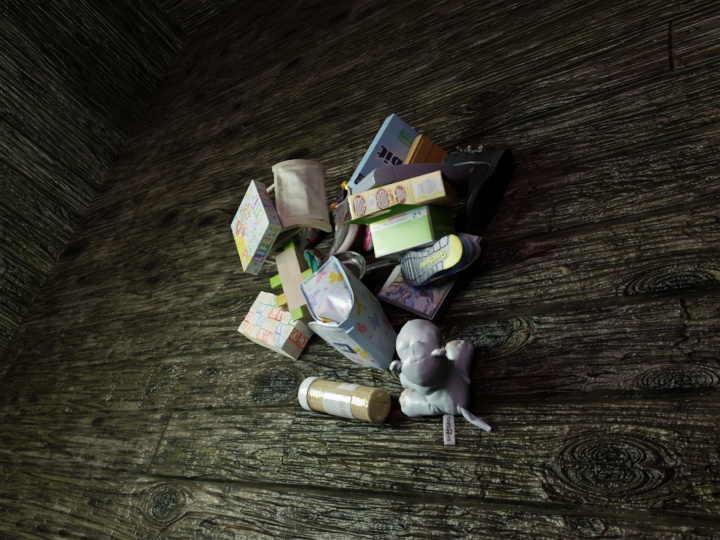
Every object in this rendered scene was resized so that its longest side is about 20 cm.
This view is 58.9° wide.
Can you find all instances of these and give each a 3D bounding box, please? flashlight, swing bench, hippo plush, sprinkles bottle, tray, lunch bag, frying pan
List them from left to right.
[{"bbox_3d":[-0.170,-0.134,1.526,0.200,0.128,0.201,-50,37,43],"label":"swing bench"},{"bbox_3d":[-0.093,-0.136,1.663,0.200,0.068,0.068,-42,62,2],"label":"flashlight"},{"bbox_3d":[-0.034,0.252,1.247,0.199,0.068,0.069,0,57,44],"label":"sprinkles bottle"},{"bbox_3d":[-0.023,0.098,1.289,0.127,0.170,0.200,-41,38,6],"label":"lunch bag"},{"bbox_3d":[-0.006,-0.011,1.423,0.188,0.031,0.115,-23,46,-1],"label":"frying pan"},{"bbox_3d":[0.130,-0.194,1.442,0.202,0.098,0.037,-64,20,-14],"label":"tray"},{"bbox_3d":[0.106,0.179,1.096,0.158,0.161,0.201,-27,41,24],"label":"hippo plush"}]

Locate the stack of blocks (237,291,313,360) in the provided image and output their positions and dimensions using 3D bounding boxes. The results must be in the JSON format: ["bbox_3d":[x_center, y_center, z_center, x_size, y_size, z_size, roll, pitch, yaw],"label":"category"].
[{"bbox_3d":[-0.196,0.128,1.526,0.199,0.059,0.116,13,67,49],"label":"stack of blocks"}]

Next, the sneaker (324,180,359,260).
[{"bbox_3d":[-0.044,-0.116,1.498,0.202,0.081,0.078,-69,13,-8],"label":"sneaker"}]

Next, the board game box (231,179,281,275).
[{"bbox_3d":[-0.245,-0.103,1.483,0.135,0.034,0.201,-59,34,23],"label":"board game box"}]

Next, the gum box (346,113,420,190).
[{"bbox_3d":[0.087,-0.228,1.469,0.201,0.169,0.044,-60,18,-16],"label":"gum box"}]

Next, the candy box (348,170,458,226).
[{"bbox_3d":[0.089,-0.143,1.302,0.198,0.115,0.056,-12,81,20],"label":"candy box"}]

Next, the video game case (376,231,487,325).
[{"bbox_3d":[0.144,0.001,1.330,0.180,0.025,0.201,20,72,51],"label":"video game case"}]

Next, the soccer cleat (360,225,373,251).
[{"bbox_3d":[0.060,-0.139,1.507,0.070,0.085,0.203,-178,102,-76],"label":"soccer cleat"}]

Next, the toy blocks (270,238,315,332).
[{"bbox_3d":[-0.125,0.047,1.444,0.099,0.137,0.202,-26,57,10],"label":"toy blocks"}]

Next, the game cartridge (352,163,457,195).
[{"bbox_3d":[0.096,-0.186,1.333,0.133,0.198,0.042,145,116,-62],"label":"game cartridge"}]

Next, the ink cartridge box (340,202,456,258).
[{"bbox_3d":[0.078,-0.076,1.272,0.147,0.199,0.077,-15,83,36],"label":"ink cartridge box"}]

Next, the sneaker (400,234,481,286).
[{"bbox_3d":[0.155,-0.016,1.262,0.199,0.082,0.075,-20,78,53],"label":"sneaker"}]

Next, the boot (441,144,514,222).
[{"bbox_3d":[0.228,-0.186,1.377,0.161,0.073,0.200,6,59,47],"label":"boot"}]

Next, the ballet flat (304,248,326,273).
[{"bbox_3d":[-0.072,0.005,1.522,0.063,0.076,0.200,-20,39,-16],"label":"ballet flat"}]
